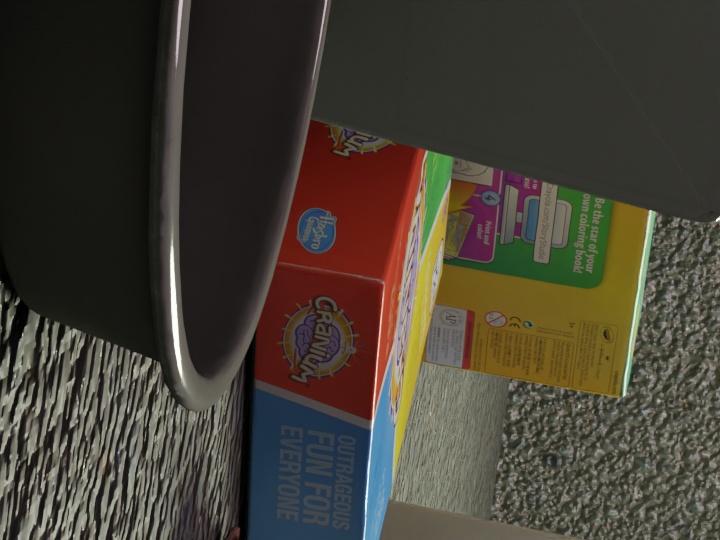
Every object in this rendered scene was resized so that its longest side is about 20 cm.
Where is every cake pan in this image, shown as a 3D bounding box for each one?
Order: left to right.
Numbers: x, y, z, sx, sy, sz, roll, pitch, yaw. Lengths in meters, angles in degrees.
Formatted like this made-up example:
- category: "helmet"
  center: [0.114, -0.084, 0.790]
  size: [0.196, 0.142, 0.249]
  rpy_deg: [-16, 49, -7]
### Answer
- category: "cake pan"
  center: [-0.031, -0.075, 0.533]
  size: [0.200, 0.036, 0.202]
  rpy_deg: [9, 90, -84]

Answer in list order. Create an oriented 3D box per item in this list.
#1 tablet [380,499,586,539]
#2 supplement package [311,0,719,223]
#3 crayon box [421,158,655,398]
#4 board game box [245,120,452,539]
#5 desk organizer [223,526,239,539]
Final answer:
- category: "tablet"
  center: [0.030, 0.196, 1.109]
  size: [0.014, 0.129, 0.201]
  rpy_deg: [-14, 113, -71]
- category: "supplement package"
  center: [0.081, -0.143, 0.745]
  size: [0.200, 0.146, 0.192]
  rpy_deg: [-33, 134, -57]
- category: "crayon box"
  center: [0.061, -0.044, 1.096]
  size: [0.201, 0.118, 0.058]
  rpy_deg: [93, 10, -45]
- category: "board game box"
  center: [0.000, 0.000, 0.951]
  size: [0.200, 0.040, 0.154]
  rpy_deg: [-75, 171, -51]
- category: "desk organizer"
  center: [-0.021, 0.189, 0.843]
  size: [0.072, 0.076, 0.201]
  rpy_deg: [-55, 153, -78]
